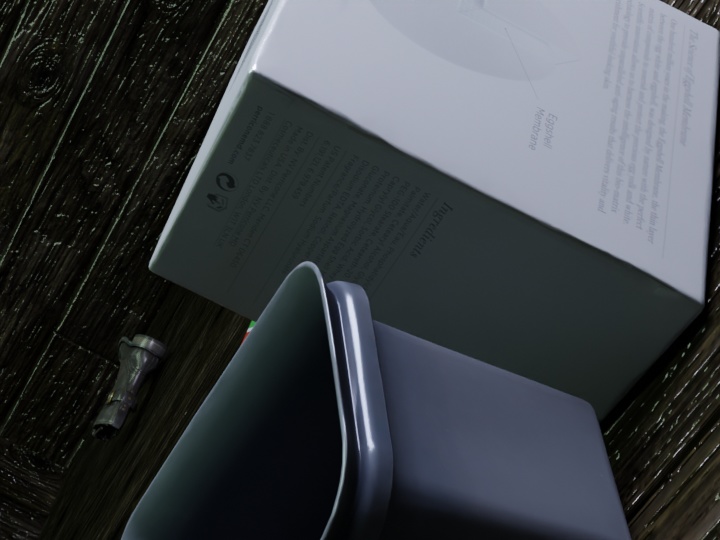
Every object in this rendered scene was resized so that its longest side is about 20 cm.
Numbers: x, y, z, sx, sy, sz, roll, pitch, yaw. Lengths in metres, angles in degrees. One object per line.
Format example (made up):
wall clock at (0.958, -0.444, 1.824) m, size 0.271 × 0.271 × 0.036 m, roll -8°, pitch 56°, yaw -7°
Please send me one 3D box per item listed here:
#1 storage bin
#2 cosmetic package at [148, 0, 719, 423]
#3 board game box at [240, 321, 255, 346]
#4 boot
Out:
storage bin at (0.005, 0.117, 0.639) m, size 0.200 × 0.134 × 0.146 m, roll -57°, pitch 28°, yaw 36°
cosmetic package at (0.041, -0.055, 0.748) m, size 0.123 × 0.200 × 0.200 m, roll -58°, pitch 10°, yaw 41°
board game box at (-0.070, 0.051, 1.559) m, size 0.200 × 0.040 × 0.153 m, roll -67°, pitch 10°, yaw -28°
boot at (-0.392, 0.196, 2.789) m, size 0.174 × 0.069 × 0.200 m, roll -64°, pitch 12°, yaw -18°
